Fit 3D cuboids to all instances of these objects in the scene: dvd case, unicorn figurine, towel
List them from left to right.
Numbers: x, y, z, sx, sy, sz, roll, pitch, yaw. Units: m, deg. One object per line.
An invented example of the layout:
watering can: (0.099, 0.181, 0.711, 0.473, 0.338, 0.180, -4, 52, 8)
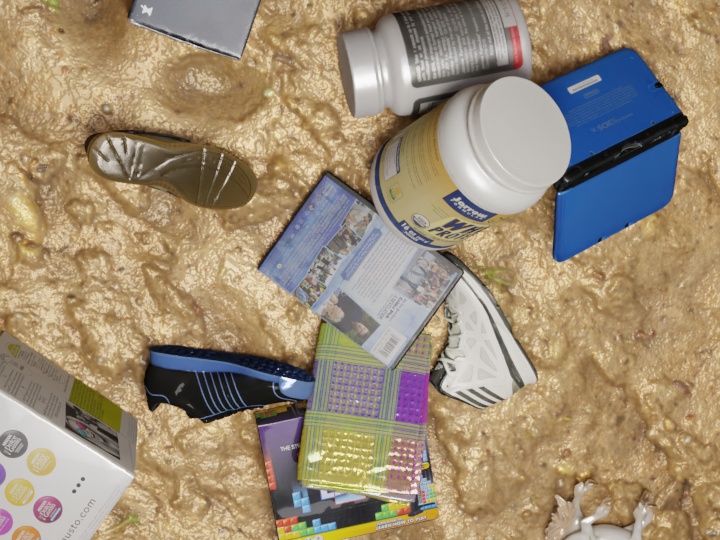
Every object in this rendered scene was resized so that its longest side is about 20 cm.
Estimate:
dvd case: (0.000, 0.000, 1.424, 0.200, 0.018, 0.143, 36, 95, 5)
towel: (0.006, 0.165, 1.432, 0.143, 0.023, 0.201, 7, 78, -3)
unicorn figurine: (0.325, 0.344, 1.559, 0.199, 0.074, 0.138, 18, 108, 2)

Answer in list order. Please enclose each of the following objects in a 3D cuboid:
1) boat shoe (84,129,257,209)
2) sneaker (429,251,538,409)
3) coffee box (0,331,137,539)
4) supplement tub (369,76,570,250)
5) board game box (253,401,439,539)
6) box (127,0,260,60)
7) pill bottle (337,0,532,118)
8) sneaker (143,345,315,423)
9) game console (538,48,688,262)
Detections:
boat shoe: (-0.210, -0.121, 1.373, 0.199, 0.065, 0.073, 16, 106, -31)
sneaker: (0.118, 0.083, 1.462, 0.115, 0.076, 0.201, -34, 107, -3)
coffee box: (-0.380, 0.217, 1.347, 0.198, 0.200, 0.200, 36, 94, -13)
supplement tub: (0.118, -0.115, 1.339, 0.144, 0.200, 0.145, 12, 67, -30)
board game box: (-0.015, 0.235, 1.483, 0.199, 0.057, 0.166, -12, 104, -6)
box: (-0.155, -0.333, 1.270, 0.124, 0.197, 0.201, 18, 99, -12)
pill bottle: (0.080, -0.236, 1.370, 0.199, 0.114, 0.114, -11, 103, -7)
sneaker: (-0.152, 0.139, 1.425, 0.199, 0.070, 0.078, 9, 100, 9)
game console: (0.272, -0.136, 1.438, 0.200, 0.118, 0.171, -26, 75, -27)
